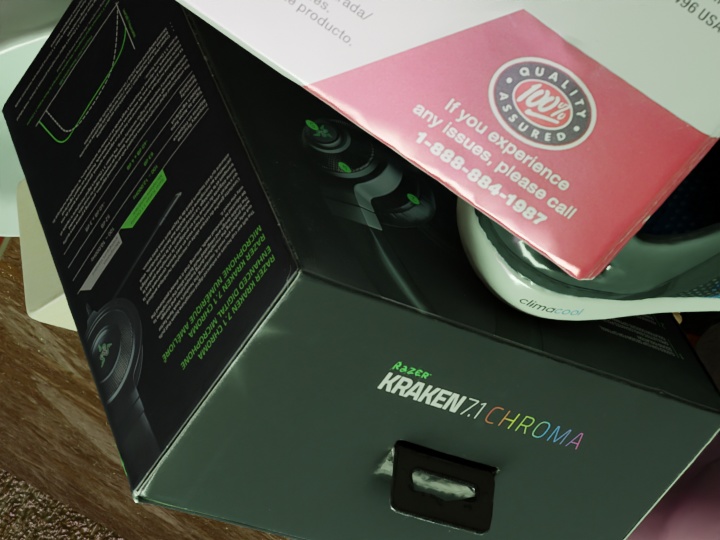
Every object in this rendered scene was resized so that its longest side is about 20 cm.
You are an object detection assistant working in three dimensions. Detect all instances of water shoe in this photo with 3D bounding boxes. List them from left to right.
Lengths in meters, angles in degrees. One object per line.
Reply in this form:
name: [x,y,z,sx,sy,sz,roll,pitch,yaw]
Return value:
water shoe: [0.127,-0.026,0.698,0.079,0.199,0.072,-43,63,60]

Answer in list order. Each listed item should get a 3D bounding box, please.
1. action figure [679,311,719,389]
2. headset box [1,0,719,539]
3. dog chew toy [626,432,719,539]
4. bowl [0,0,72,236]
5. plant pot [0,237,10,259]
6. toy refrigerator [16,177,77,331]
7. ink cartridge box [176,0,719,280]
action figure: [0.177,0.066,0.988,0.199,0.105,0.194,23,163,17]
headset box: [0.000,0.000,0.758,0.174,0.093,0.200,18,-149,-36]
dog chew toy: [0.103,0.105,0.841,0.124,0.125,0.200,39,152,-25]
bowl: [-0.109,-0.095,0.988,0.200,0.091,0.201,-12,161,-4]
plant pot: [-0.268,-0.072,1.290,0.177,0.201,0.200,22,165,-1]
toy refrigerator: [-0.044,-0.042,0.946,0.076,0.070,0.200,17,144,-43]
ink cartridge box: [0.051,-0.121,0.477,0.144,0.084,0.200,34,120,-9]
